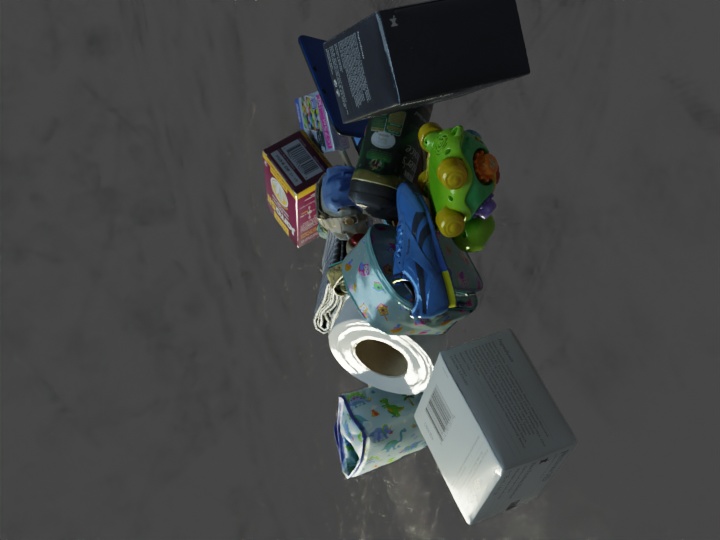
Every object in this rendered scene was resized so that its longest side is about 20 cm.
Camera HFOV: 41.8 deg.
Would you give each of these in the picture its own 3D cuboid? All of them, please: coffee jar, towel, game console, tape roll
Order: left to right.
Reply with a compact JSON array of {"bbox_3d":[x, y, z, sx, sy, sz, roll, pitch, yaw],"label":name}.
[{"bbox_3d":[-0.044,-0.295,1.668,0.171,0.117,0.202,123,129,-63],"label":"game console"},{"bbox_3d":[-0.039,0.007,1.815,0.201,0.084,0.167,106,175,-56],"label":"towel"},{"bbox_3d":[0.048,0.126,1.629,0.200,0.071,0.204,17,142,13],"label":"tape roll"},{"bbox_3d":[0.046,-0.180,1.422,0.104,0.084,0.203,29,-104,-72],"label":"coffee jar"}]

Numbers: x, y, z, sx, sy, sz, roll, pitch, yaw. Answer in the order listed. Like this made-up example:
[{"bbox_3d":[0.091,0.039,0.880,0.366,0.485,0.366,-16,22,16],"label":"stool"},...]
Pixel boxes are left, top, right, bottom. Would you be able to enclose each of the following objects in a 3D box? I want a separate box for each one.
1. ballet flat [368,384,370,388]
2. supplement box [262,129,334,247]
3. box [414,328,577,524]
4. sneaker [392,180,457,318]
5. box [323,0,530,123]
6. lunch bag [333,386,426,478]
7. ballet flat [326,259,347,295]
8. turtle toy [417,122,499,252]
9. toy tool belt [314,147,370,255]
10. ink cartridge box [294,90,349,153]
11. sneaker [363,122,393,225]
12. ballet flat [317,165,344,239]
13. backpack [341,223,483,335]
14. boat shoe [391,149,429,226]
[{"bbox_3d":[0.049,0.209,1.848,0.201,0.072,0.074,109,141,-57],"label":"ballet flat"},{"bbox_3d":[-0.123,-0.165,1.925,0.131,0.103,0.201,51,160,24],"label":"supplement box"},{"bbox_3d":[0.193,0.233,1.401,0.201,0.129,0.200,62,156,30],"label":"box"},{"bbox_3d":[0.073,-0.030,1.336,0.066,0.077,0.203,88,166,-75],"label":"sneaker"},{"bbox_3d":[0.082,-0.279,1.236,0.200,0.194,0.119,2,107,68],"label":"box"},{"bbox_3d":[0.046,0.301,1.779,0.202,0.168,0.128,93,152,-45],"label":"lunch bag"},{"bbox_3d":[0.000,0.000,1.606,0.200,0.070,0.072,-31,76,60],"label":"ballet flat"},{"bbox_3d":[0.143,-0.113,1.326,0.146,0.100,0.202,-109,13,-53],"label":"turtle toy"},{"bbox_3d":[-0.019,-0.122,1.705,0.201,0.123,0.124,-108,15,-47],"label":"toy tool belt"},{"bbox_3d":[-0.084,-0.295,1.888,0.200,0.041,0.121,-170,66,-70],"label":"ink cartridge box"},{"bbox_3d":[0.035,-0.163,1.610,0.095,0.078,0.203,-158,55,-67],"label":"sneaker"},{"bbox_3d":[-0.038,-0.125,1.870,0.201,0.073,0.075,103,145,-55],"label":"ballet flat"},{"bbox_3d":[0.077,0.007,1.448,0.153,0.198,0.177,-46,59,43],"label":"backpack"},{"bbox_3d":[0.070,-0.163,1.533,0.072,0.067,0.203,-156,53,-64],"label":"boat shoe"}]
